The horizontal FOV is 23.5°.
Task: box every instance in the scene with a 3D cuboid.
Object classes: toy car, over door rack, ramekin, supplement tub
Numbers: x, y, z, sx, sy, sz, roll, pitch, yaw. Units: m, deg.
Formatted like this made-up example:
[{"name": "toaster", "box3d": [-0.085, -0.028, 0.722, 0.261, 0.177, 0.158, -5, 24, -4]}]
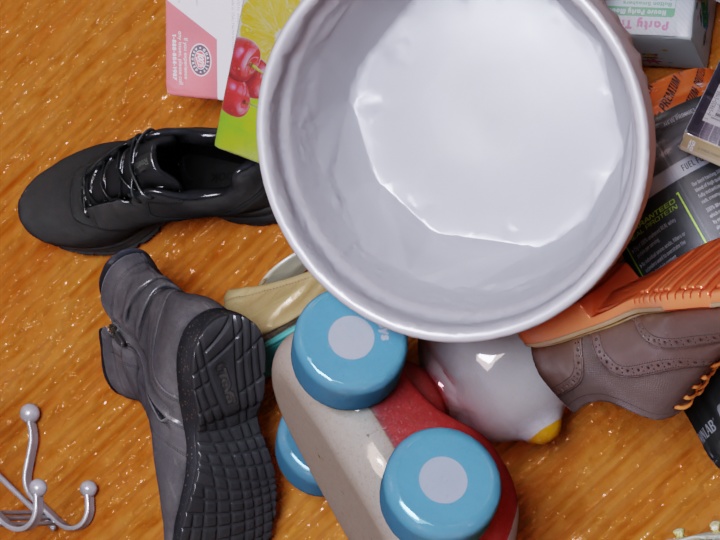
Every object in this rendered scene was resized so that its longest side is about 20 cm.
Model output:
[{"name": "toy car", "box3d": [0.068, 0.077, 0.978, 0.199, 0.185, 0.177, -27, 70, -17]}, {"name": "over door rack", "box3d": [-0.273, 0.097, 1.081, 0.199, 0.148, 0.067, 27, 92, 21]}, {"name": "ramekin", "box3d": [0.057, -0.072, 0.882, 0.199, 0.105, 0.202, 5, 105, 18]}, {"name": "supplement tub", "box3d": [0.202, -0.002, 0.944, 0.122, 0.122, 0.201, -30, 72, 12]}]

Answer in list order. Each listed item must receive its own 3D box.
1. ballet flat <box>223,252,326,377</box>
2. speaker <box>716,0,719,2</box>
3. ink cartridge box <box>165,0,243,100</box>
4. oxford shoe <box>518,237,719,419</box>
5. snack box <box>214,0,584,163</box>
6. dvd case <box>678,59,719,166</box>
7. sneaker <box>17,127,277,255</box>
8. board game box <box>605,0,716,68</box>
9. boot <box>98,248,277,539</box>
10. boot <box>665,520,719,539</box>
[{"name": "ballet flat", "box3d": [0.000, 0.000, 1.048, 0.199, 0.069, 0.063, -23, 60, 13]}, {"name": "speaker", "box3d": [0.191, -0.188, 0.923, 0.199, 0.081, 0.082, 28, 90, 4]}, {"name": "ink cartridge box", "box3d": [-0.019, -0.160, 1.057, 0.199, 0.067, 0.117, 9, 106, 24]}, {"name": "oxford shoe", "box3d": [0.165, 0.031, 0.863, 0.199, 0.071, 0.073, -13, 104, 54]}, {"name": "snack box", "box3d": [0.026, -0.107, 0.977, 0.199, 0.053, 0.143, 21, 118, 13]}, {"name": "dvd case", "box3d": [0.280, -0.068, 0.913, 0.199, 0.149, 0.016, 24, 133, 10]}, {"name": "sneaker", "box3d": [-0.134, -0.059, 1.092, 0.198, 0.091, 0.077, -12, 78, 19]}, {"name": "board game box", "box3d": [0.145, -0.229, 1.037, 0.146, 0.064, 0.202, 7, 81, 21]}, {"name": "boot", "box3d": [-0.113, 0.095, 1.068, 0.131, 0.069, 0.202, 27, 117, 48]}, {"name": "boot", "box3d": [0.224, 0.136, 0.884, 0.154, 0.201, 0.072, -12, 41, 19]}]
